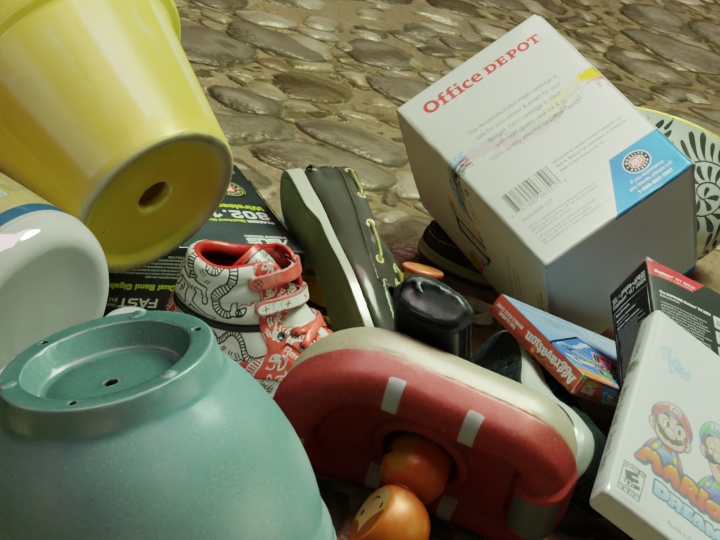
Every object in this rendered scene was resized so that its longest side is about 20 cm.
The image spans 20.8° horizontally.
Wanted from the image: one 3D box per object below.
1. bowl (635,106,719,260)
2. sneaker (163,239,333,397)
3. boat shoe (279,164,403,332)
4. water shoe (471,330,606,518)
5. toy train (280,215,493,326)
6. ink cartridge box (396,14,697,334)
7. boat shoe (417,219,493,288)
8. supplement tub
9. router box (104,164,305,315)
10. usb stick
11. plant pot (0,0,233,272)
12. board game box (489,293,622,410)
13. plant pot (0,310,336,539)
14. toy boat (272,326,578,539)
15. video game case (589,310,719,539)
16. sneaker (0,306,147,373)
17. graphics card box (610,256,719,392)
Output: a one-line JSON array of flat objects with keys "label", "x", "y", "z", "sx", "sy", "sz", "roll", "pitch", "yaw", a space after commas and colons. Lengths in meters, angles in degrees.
[{"label": "bowl", "x": 0.241, "y": -0.052, "z": 1.719, "sx": 0.199, "sy": 0.201, "sz": 0.095, "roll": 17, "pitch": 69, "yaw": 7}, {"label": "sneaker", "x": -0.042, "y": 0.050, "z": 1.341, "sx": 0.200, "sy": 0.109, "sz": 0.067, "roll": 22, "pitch": 24, "yaw": 13}, {"label": "boat shoe", "x": 0.000, "y": 0.000, "z": 1.461, "sx": 0.060, "sy": 0.072, "sz": 0.202, "roll": -11, "pitch": 56, "yaw": -20}, {"label": "water shoe", "x": 0.125, "y": 0.113, "z": 1.386, "sx": 0.079, "sy": 0.072, "sz": 0.200, "roll": 41, "pitch": 8, "yaw": -24}, {"label": "toy train", "x": 0.011, "y": -0.009, "z": 1.568, "sx": 0.199, "sy": 0.056, "sz": 0.150, "roll": 24, "pitch": 25, "yaw": 18}, {"label": "ink cartridge box", "x": 0.149, "y": -0.067, "z": 1.561, "sx": 0.147, "sy": 0.145, "sz": 0.200, "roll": -33, "pitch": 57, "yaw": -11}, {"label": "boat shoe", "x": 0.150, "y": -0.018, "z": 1.660, "sx": 0.199, "sy": 0.067, "sz": 0.072, "roll": 15, "pitch": 27, "yaw": -1}, {"label": "supplement tub", "x": -0.277, "y": -0.006, "z": 1.270, "sx": 0.199, "sy": 0.146, "sz": 0.144, "roll": 29, "pitch": 27, "yaw": 28}, {"label": "router box", "x": -0.161, "y": -0.027, "z": 1.489, "sx": 0.198, "sy": 0.063, "sz": 0.150, "roll": 1, "pitch": 29, "yaw": -29}, {"label": "usb stick", "x": 0.049, "y": 0.062, "z": 1.306, "sx": 0.055, "sy": 0.200, "sz": 0.033, "roll": 24, "pitch": 67, "yaw": 14}, {"label": "plant pot", "x": -0.189, "y": -0.107, "z": 1.359, "sx": 0.200, "sy": 0.202, "sz": 0.189, "roll": -10, "pitch": 51, "yaw": -45}, {"label": "board game box", "x": 0.187, "y": 0.076, "z": 1.450, "sx": 0.199, "sy": 0.020, "sz": 0.103, "roll": 22, "pitch": 17, "yaw": -45}, {"label": "plant pot", "x": -0.123, "y": 0.105, "z": 1.052, "sx": 0.198, "sy": 0.135, "sz": 0.201, "roll": -11, "pitch": 21, "yaw": 4}, {"label": "toy boat", "x": 0.031, "y": 0.129, "z": 1.236, "sx": 0.198, "sy": 0.131, "sz": 0.131, "roll": 22, "pitch": 54, "yaw": 9}, {"label": "video game case", "x": 0.247, "y": 0.143, "z": 1.279, "sx": 0.199, "sy": 0.024, "sz": 0.183, "roll": 37, "pitch": 41, "yaw": -9}, {"label": "sneaker", "x": -0.152, "y": 0.093, "z": 1.220, "sx": 0.114, "sy": 0.076, "sz": 0.200, "roll": 28, "pitch": 30, "yaw": 19}, {"label": "graphics card box", "x": 0.243, "y": 0.098, "z": 1.376, "sx": 0.125, "sy": 0.051, "sz": 0.201, "roll": 24, "pitch": 40, "yaw": -23}]
